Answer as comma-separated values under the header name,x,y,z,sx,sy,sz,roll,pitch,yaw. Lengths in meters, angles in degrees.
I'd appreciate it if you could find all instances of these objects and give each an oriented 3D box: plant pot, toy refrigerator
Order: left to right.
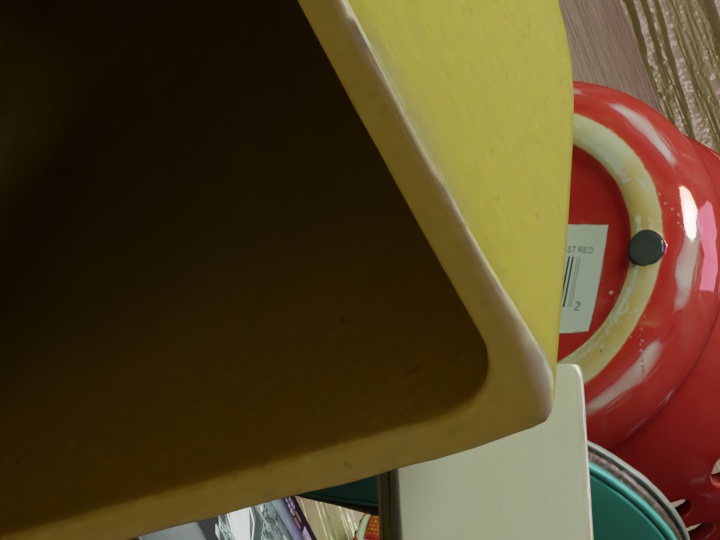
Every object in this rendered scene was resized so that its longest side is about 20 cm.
name,x,y,z,sx,sy,sz,roll,pitch,yaw
plant pot,-0.064,-0.076,0.603,0.196,0.194,0.200,61,28,-24
toy refrigerator,0.039,0.136,0.906,0.076,0.070,0.201,109,-22,-76
plant pot,0.101,0.020,1.247,0.182,0.200,0.201,41,28,-57

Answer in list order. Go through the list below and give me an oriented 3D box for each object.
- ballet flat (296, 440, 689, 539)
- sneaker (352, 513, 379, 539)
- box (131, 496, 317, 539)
name,x,y,z,sx,sy,sz,roll,pitch,yaw
ballet flat,0.034,0.065,1.015,0.199,0.067,0.064,21,29,-26
sneaker,0.041,0.149,1.027,0.073,0.077,0.200,55,15,-37
box,-0.058,0.079,0.790,0.158,0.050,0.201,-78,144,-71
